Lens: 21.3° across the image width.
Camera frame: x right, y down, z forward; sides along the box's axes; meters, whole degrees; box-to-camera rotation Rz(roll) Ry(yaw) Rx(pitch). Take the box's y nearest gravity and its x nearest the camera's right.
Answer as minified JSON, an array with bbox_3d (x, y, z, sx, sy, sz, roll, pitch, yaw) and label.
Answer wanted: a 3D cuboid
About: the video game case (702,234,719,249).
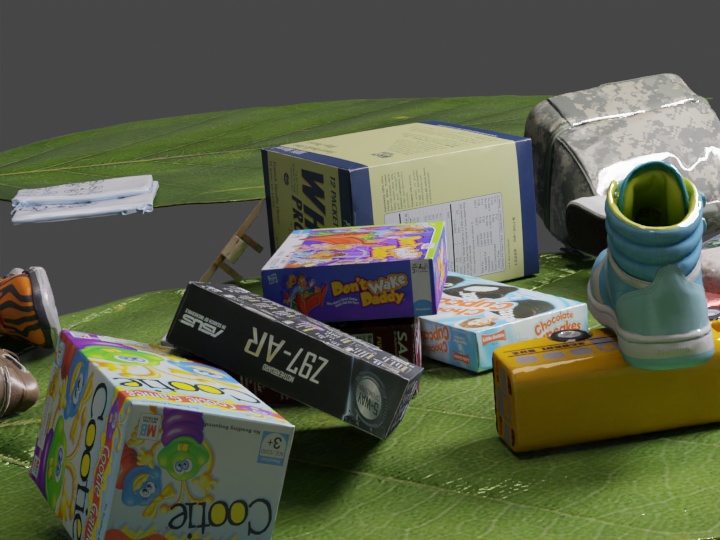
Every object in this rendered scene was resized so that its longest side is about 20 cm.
[{"bbox_3d":[0.432,-0.023,1.790,0.199,0.024,0.181,4,15,35],"label":"video game case"}]

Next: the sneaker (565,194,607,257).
[{"bbox_3d":[0.268,-0.030,1.717,0.084,0.073,0.200,-15,28,-21],"label":"sneaker"}]

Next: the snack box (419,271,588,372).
[{"bbox_3d":[0.086,0.041,1.617,0.115,0.037,0.199,-14,15,-31],"label":"snack box"}]

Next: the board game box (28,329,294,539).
[{"bbox_3d":[-0.126,0.113,1.171,0.104,0.104,0.200,10,6,-22],"label":"board game box"}]

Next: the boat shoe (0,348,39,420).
[{"bbox_3d":[-0.307,0.092,1.512,0.072,0.073,0.200,7,4,-26],"label":"boat shoe"}]

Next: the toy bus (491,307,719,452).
[{"bbox_3d":[0.193,0.076,1.346,0.198,0.066,0.078,-8,13,-10],"label":"toy bus"}]

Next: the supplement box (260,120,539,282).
[{"bbox_3d":[0.036,-0.058,1.858,0.198,0.136,0.200,-11,14,-26],"label":"supplement box"}]

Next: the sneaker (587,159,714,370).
[{"bbox_3d":[0.199,-0.020,1.321,0.079,0.132,0.200,-7,15,-4],"label":"sneaker"}]

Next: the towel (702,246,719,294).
[{"bbox_3d":[0.374,-0.008,1.552,0.198,0.035,0.132,-12,13,-26],"label":"towel"}]

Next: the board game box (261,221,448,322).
[{"bbox_3d":[0.000,0.000,1.545,0.133,0.045,0.200,-4,9,5],"label":"board game box"}]

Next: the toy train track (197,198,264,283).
[{"bbox_3d":[-0.123,-0.017,1.937,0.032,0.115,0.200,38,-2,-4],"label":"toy train track"}]

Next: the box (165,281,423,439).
[{"bbox_3d":[-0.040,0.059,1.323,0.159,0.044,0.200,24,1,4],"label":"box"}]

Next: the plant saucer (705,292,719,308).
[{"bbox_3d":[0.327,0.037,1.533,0.198,0.037,0.199,-11,14,-28],"label":"plant saucer"}]

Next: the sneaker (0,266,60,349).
[{"bbox_3d":[-0.339,0.045,1.732,0.111,0.078,0.200,-15,4,-20],"label":"sneaker"}]

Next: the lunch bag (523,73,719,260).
[{"bbox_3d":[0.273,-0.092,1.903,0.198,0.140,0.168,-11,35,-19],"label":"lunch bag"}]

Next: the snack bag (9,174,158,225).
[{"bbox_3d":[-0.355,-0.091,2.444,0.187,0.022,0.200,-6,13,-3],"label":"snack bag"}]

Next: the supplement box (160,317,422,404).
[{"bbox_3d":[-0.052,0.064,1.521,0.198,0.062,0.109,-4,12,4],"label":"supplement box"}]
